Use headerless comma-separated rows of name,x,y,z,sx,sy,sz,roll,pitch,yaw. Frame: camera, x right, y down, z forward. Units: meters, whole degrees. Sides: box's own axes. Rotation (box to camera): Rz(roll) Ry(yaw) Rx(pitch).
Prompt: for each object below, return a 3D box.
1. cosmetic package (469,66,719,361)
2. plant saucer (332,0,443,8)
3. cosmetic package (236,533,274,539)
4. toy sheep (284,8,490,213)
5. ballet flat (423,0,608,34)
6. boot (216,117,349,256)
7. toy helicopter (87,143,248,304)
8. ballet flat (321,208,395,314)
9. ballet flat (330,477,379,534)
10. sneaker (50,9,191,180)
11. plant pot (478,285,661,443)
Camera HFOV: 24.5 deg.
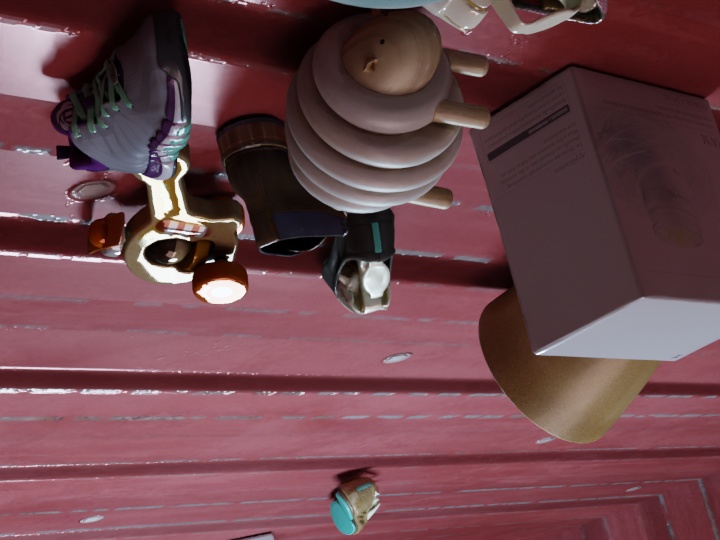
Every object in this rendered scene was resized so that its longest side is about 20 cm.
cosmetic package,0.218,-0.040,1.360,0.198,0.202,0.123,5,155,-45
plant saucer,0.025,-0.203,0.913,0.199,0.039,0.202,-5,146,-3
cosmetic package,-0.224,0.570,2.870,0.165,0.169,0.200,-9,160,-14
toy sheep,0.011,-0.102,1.140,0.137,0.139,0.201,-6,144,-22
ballet flat,0.083,-0.184,1.044,0.198,0.072,0.069,-1,159,-34
boot,-0.043,-0.048,1.309,0.074,0.098,0.199,-23,160,26
toy helicopter,-0.159,-0.047,1.303,0.131,0.080,0.201,-4,150,-2
ballet flat,0.000,0.000,1.526,0.067,0.069,0.200,-12,162,-6
ballet flat,-0.003,0.363,2.591,0.072,0.068,0.200,-30,162,-14
sneaker,-0.160,-0.106,1.095,0.087,0.075,0.200,-4,161,-13
plant pot,0.256,0.048,1.721,0.185,0.188,0.200,4,142,-43
